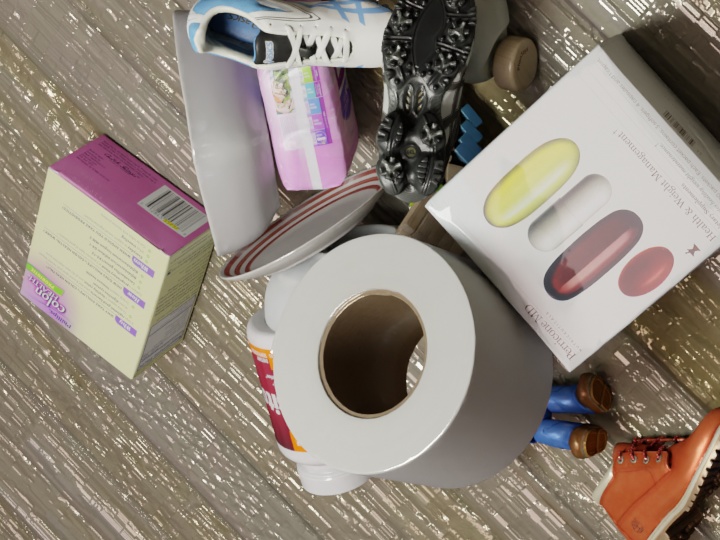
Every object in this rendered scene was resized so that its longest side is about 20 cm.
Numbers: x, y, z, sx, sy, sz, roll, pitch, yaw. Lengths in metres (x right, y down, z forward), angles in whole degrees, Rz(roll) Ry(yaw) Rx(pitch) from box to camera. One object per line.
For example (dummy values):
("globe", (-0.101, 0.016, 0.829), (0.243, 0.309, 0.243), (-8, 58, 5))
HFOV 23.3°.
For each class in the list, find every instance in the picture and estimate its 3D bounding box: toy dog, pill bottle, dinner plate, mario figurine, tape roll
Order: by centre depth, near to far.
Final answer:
("tape roll", (0.045, 0.079, 1.486), (0.202, 0.139, 0.203), (-9, 75, 33))
("toy dog", (0.089, -0.239, 1.534), (0.132, 0.096, 0.200), (-10, 110, 37))
("dinner plate", (-0.047, -0.041, 1.691), (0.200, 0.200, 0.024), (-21, 109, 43))
("mario figurine", (0.138, 0.141, 1.722), (0.200, 0.124, 0.106), (-3, 127, 34))
("pill bottle", (-0.045, 0.132, 1.859), (0.113, 0.113, 0.200), (3, 118, 37))

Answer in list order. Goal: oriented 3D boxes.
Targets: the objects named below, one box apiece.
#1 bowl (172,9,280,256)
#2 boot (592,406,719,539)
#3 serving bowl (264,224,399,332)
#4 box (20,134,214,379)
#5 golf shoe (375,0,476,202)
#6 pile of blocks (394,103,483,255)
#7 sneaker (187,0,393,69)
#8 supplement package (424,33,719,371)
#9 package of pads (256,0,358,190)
("bowl", (-0.128, -0.138, 1.710), (0.200, 0.075, 0.200), (84, 174, -57))
("boot", (0.291, 0.185, 1.664), (0.107, 0.075, 0.200), (45, 131, 23))
("serving bowl", (0.000, 0.000, 1.685), (0.200, 0.200, 0.066), (2, 112, 37))
("box", (-0.270, -0.015, 1.955), (0.176, 0.097, 0.200), (35, 132, 15))
("golf shoe", (0.053, -0.155, 1.497), (0.078, 0.094, 0.200), (13, 83, 8))
("pile of blocks", (0.073, -0.094, 1.616), (0.082, 0.200, 0.062), (15, 157, -20))
("sneaker", (-0.053, -0.202, 1.533), (0.200, 0.073, 0.072), (6, 135, 3))
("supplement package", (0.200, -0.060, 1.479), (0.200, 0.147, 0.191), (-43, 87, 19))
("package of pads", (-0.055, -0.187, 1.659), (0.076, 0.121, 0.200), (-9, 114, 6))
